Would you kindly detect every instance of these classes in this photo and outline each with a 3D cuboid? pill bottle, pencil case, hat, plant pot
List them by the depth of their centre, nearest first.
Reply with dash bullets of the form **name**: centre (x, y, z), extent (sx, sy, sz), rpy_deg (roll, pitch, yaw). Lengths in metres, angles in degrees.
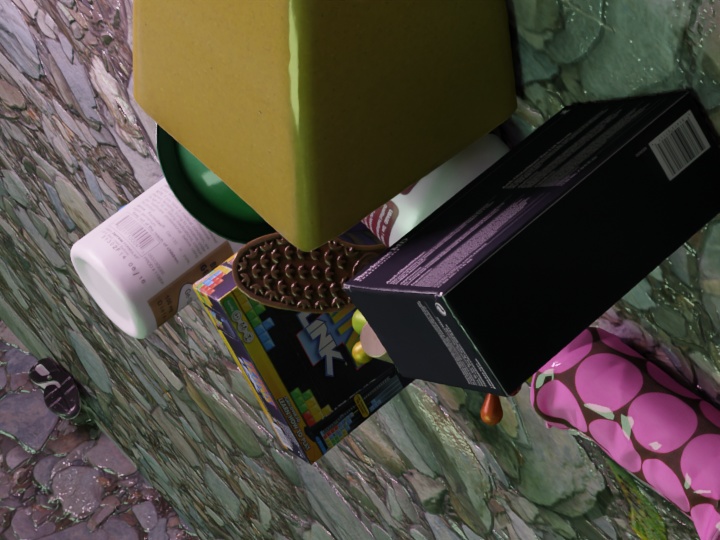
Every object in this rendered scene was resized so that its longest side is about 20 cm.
- **plant pot**: centre (-0.026, -0.177, 1.078), extent (0.194, 0.195, 0.200), rpy_deg (41, 152, 29)
- **pill bottle**: centre (0.036, -0.078, 1.214), extent (0.200, 0.113, 0.113), rpy_deg (45, 161, 20)
- **pencil case**: centre (0.215, 0.126, 1.216), extent (0.200, 0.091, 0.094), rpy_deg (40, 123, 37)
- **hat**: centre (-0.055, -0.117, 1.313), extent (0.165, 0.201, 0.176), rpy_deg (17, 155, -24)
- **pill bottle**: centre (-0.173, -0.035, 1.653), extent (0.114, 0.200, 0.114), rpy_deg (44, 160, 21)

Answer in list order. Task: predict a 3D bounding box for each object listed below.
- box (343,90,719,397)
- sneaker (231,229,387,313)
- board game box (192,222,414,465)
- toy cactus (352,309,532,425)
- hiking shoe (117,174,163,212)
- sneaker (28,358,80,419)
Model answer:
- **box**: centre (0.108, -0.019, 1.016), extent (0.079, 0.200, 0.141), rpy_deg (57, 162, -17)
- **sneaker**: centre (0.000, 0.000, 1.365), extent (0.090, 0.199, 0.067), rpy_deg (54, -149, -86)
- **board game box**: centre (-0.036, 0.049, 1.540), extent (0.057, 0.165, 0.200), rpy_deg (26, 149, 55)
- **toy cactus**: centre (0.055, 0.063, 1.386), extent (0.200, 0.103, 0.165), rpy_deg (25, -168, 35)
- **hiking shoe**: centre (-0.234, -0.058, 1.934), extent (0.074, 0.087, 0.200), rpy_deg (53, 162, -5)
- **sneaker**: centre (-0.600, 0.264, 3.461), extent (0.200, 0.076, 0.115), rpy_deg (42, 169, 51)
